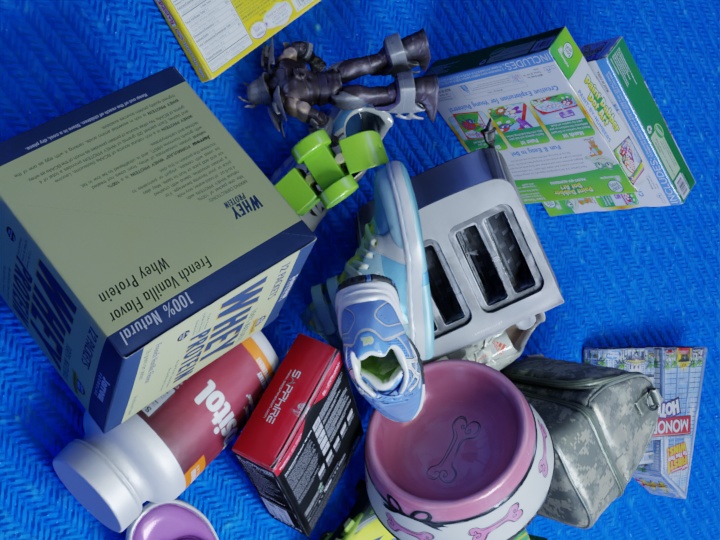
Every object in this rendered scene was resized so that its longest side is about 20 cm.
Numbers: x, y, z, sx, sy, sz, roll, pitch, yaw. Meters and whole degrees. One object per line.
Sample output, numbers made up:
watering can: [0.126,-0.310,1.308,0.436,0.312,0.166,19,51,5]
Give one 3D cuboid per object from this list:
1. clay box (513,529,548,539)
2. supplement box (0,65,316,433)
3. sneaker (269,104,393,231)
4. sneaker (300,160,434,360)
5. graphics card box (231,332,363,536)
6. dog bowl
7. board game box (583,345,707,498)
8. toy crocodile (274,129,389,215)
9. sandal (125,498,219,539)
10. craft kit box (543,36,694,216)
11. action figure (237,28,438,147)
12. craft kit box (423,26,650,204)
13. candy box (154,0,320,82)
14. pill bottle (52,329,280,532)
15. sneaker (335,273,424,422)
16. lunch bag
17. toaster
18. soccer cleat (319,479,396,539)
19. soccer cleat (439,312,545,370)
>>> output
clay box: [0.103,0.331,1.185,0.199,0.114,0.048,-37,110,-34]
supplement box: [-0.181,-0.021,0.893,0.199,0.135,0.200,-33,75,-34]
sneaker: [-0.036,-0.098,1.107,0.072,0.072,0.201,47,63,-31]
sneaker: [0.000,0.000,1.042,0.128,0.080,0.203,-7,110,3]
graphics card box: [-0.053,0.160,1.035,0.127,0.050,0.201,-61,159,-23]
dog bowl: [0.092,0.177,1.091,0.201,0.198,0.074,-54,145,-25]
board game box: [0.378,0.202,1.444,0.198,0.061,0.204,2,87,-39]
toy crocodile: [-0.063,-0.071,1.040,0.199,0.062,0.068,-35,86,8]
sandal: [-0.144,0.287,1.009,0.083,0.049,0.204,-49,129,-30]
craft kit box: [0.256,-0.157,1.255,0.049,0.196,0.201,-50,119,-31]
action figure: [-0.024,-0.181,1.083,0.196,0.070,0.132,-8,67,-7]
craft kit box: [0.191,-0.162,1.210,0.049,0.198,0.198,-51,119,-28]
candy box: [-0.109,-0.281,1.078,0.200,0.026,0.103,-43,111,-31]
pill bottle: [-0.170,0.129,0.968,0.200,0.112,0.114,-45,116,-29]
sneaker: [0.017,0.091,1.003,0.201,0.074,0.078,66,15,-50]
lunch bag: [0.223,0.173,1.235,0.167,0.199,0.141,-37,110,-27]
toaster: [0.100,-0.019,1.141,0.179,0.119,0.202,-24,109,8]
soccer cleat: [0.005,0.287,1.132,0.084,0.065,0.201,46,59,-10]
soccer cleat: [0.132,0.097,1.235,0.200,0.077,0.070,-44,115,-30]
